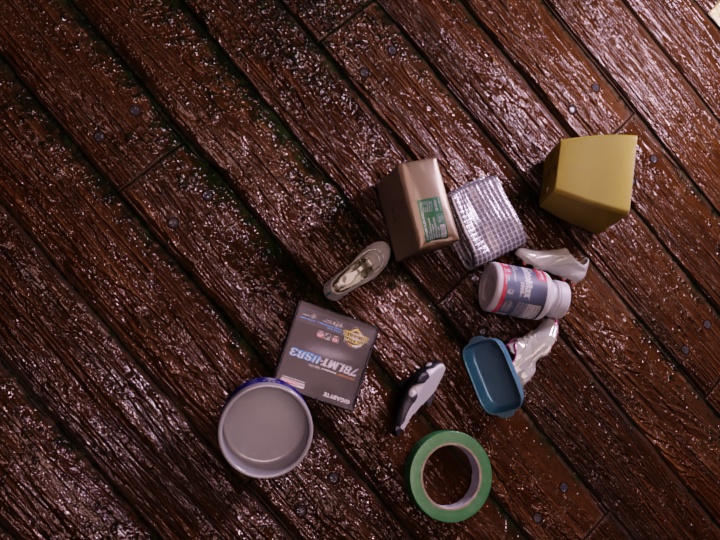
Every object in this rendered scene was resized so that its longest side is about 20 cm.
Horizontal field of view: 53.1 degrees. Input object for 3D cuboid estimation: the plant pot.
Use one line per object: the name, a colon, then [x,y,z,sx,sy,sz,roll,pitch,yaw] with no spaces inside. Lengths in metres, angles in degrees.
plant pot: [0.552,-0.225,1.788,0.175,0.200,0.202,11,79,-1]

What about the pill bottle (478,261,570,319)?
pill bottle: [0.395,0.054,1.733,0.198,0.120,0.121,10,79,-13]

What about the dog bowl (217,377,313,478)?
dog bowl: [-0.203,0.333,1.536,0.198,0.079,0.202,-1,95,-10]

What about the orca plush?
orca plush: [0.116,0.287,1.669,0.201,0.071,0.105,-61,143,-10]

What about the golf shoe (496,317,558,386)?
golf shoe: [0.402,0.184,1.735,0.091,0.075,0.200,41,73,-12]

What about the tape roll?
tape roll: [0.202,0.471,1.656,0.198,0.048,0.203,2,81,-14]

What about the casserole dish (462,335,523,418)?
casserole dish: [0.316,0.245,1.692,0.039,0.121,0.202,-17,84,-46]

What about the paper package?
paper package: [0.126,-0.138,1.658,0.103,0.191,0.202,-13,86,-15]

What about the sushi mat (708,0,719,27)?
sushi mat: [1.094,-0.699,2.083,0.200,0.012,0.096,45,72,-4]

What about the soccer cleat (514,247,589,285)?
soccer cleat: [0.474,-0.028,1.788,0.198,0.069,0.078,19,105,-16]

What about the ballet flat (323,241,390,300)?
ballet flat: [0.000,0.000,1.670,0.199,0.069,0.070,-38,92,-17]

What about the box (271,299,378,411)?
box: [-0.080,0.193,1.629,0.198,0.050,0.200,21,76,-10]

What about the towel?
towel: [0.295,-0.122,1.753,0.165,0.086,0.201,-25,88,-17]
